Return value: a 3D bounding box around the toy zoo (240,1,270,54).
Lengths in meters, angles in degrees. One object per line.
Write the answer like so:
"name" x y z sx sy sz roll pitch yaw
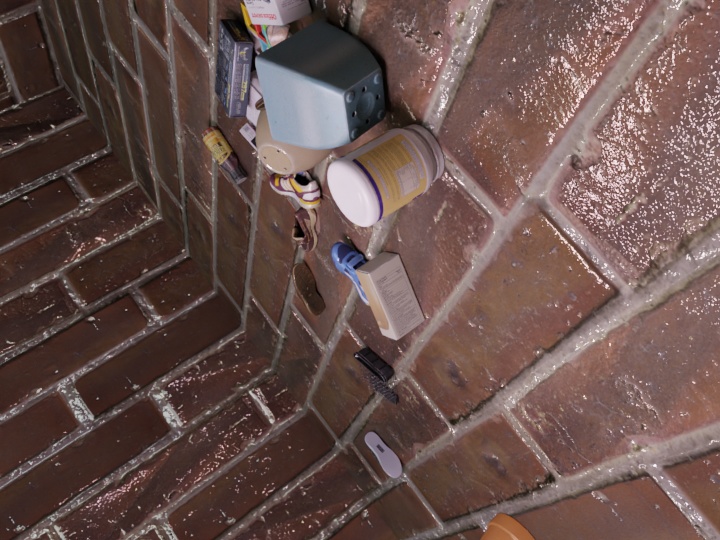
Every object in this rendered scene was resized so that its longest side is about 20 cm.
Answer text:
"toy zoo" -0.233 -0.556 1.671 0.200 0.020 0.131 49 161 42

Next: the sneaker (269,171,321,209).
"sneaker" -0.181 -0.248 1.949 0.200 0.075 0.090 31 138 34

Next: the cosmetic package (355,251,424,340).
"cosmetic package" 0.076 0.064 1.789 0.071 0.105 0.200 14 131 58

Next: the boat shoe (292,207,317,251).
"boat shoe" -0.174 -0.116 2.086 0.072 0.072 0.200 48 155 21

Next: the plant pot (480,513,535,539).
"plant pot" 0.418 0.829 2.038 0.200 0.140 0.200 43 152 30

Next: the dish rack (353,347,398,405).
"dish rack" 0.054 0.348 2.249 0.153 0.055 0.200 38 151 38

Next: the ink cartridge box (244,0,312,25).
"ink cartridge box" -0.197 -0.625 1.478 0.144 0.084 0.200 27 143 50

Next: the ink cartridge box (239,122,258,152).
"ink cartridge box" -0.254 -0.334 1.951 0.095 0.037 0.200 48 -175 20

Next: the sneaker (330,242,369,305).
"sneaker" 0.000 0.000 1.901 0.200 0.074 0.082 50 155 -3

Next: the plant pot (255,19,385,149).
"plant pot" -0.060 -0.361 1.430 0.200 0.196 0.196 28 144 31

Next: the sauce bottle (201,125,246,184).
"sauce bottle" -0.441 -0.374 2.295 0.200 0.066 0.066 54 156 3

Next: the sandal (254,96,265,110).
"sandal" -0.159 -0.427 1.554 0.200 0.082 0.055 -40 79 23

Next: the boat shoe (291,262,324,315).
"boat shoe" -0.186 0.061 2.332 0.068 0.072 0.200 21 141 51

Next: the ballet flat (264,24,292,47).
"ballet flat" -0.149 -0.473 1.589 0.067 0.068 0.200 -3 151 18

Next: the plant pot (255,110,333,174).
"plant pot" -0.169 -0.306 1.669 0.200 0.135 0.200 20 148 13

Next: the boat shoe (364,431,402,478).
"boat shoe" 0.087 0.683 2.601 0.200 0.069 0.057 51 164 29

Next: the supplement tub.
"supplement tub" 0.051 -0.192 1.392 0.145 0.200 0.145 44 153 29

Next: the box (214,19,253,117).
"box" -0.324 -0.513 1.790 0.158 0.051 0.200 -122 34 -45

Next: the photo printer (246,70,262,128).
"photo printer" -0.235 -0.411 1.837 0.200 0.069 0.166 48 155 21
